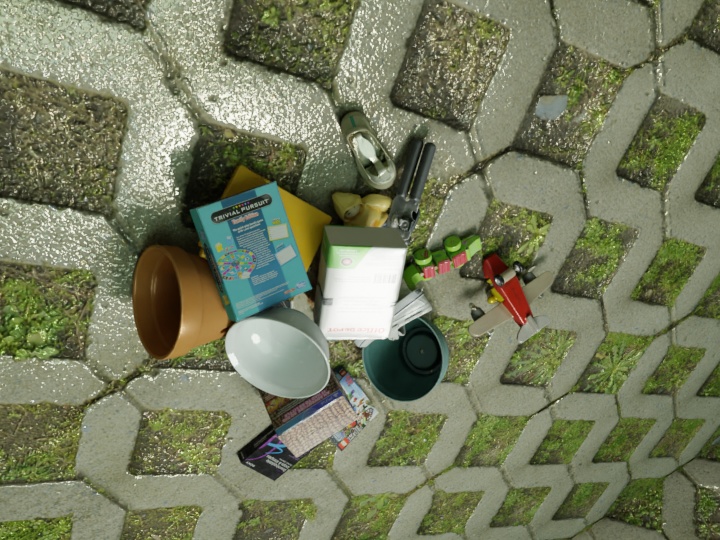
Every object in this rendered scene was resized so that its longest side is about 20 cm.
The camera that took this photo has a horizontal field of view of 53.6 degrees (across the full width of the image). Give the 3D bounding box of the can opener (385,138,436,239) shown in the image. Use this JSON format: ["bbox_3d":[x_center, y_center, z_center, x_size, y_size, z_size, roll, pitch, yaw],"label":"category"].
[{"bbox_3d":[0.101,-0.155,1.401,0.067,0.053,0.201,-4,112,-73],"label":"can opener"}]

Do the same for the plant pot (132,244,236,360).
[{"bbox_3d":[-0.304,0.053,1.281,0.140,0.200,0.201,-3,128,-40],"label":"plant pot"}]

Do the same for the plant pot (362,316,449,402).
[{"bbox_3d":[0.122,0.193,1.645,0.201,0.200,0.134,-53,158,18],"label":"plant pot"}]

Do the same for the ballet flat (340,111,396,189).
[{"bbox_3d":[0.022,-0.209,1.333,0.069,0.070,0.200,-36,135,2],"label":"ballet flat"}]

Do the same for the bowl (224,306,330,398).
[{"bbox_3d":[-0.139,0.133,1.304,0.200,0.091,0.202,10,130,12],"label":"bowl"}]

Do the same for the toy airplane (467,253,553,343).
[{"bbox_3d":[0.356,0.074,1.697,0.199,0.141,0.200,14,86,-21],"label":"toy airplane"}]

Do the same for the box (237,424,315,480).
[{"bbox_3d":[-0.183,0.426,1.753,0.200,0.036,0.143,-39,134,6],"label":"box"}]

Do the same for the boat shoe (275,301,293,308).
[{"bbox_3d":[-0.199,0.032,1.391,0.075,0.061,0.200,-7,135,32],"label":"boat shoe"}]

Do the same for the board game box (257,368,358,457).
[{"bbox_3d":[-0.123,0.267,1.543,0.159,0.200,0.097,-31,134,-2],"label":"board game box"}]

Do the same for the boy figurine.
[{"bbox_3d":[0.021,-0.103,1.420,0.124,0.065,0.200,-41,137,13],"label":"boy figurine"}]

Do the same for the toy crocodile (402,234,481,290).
[{"bbox_3d":[0.182,-0.021,1.576,0.199,0.062,0.068,-24,134,-11],"label":"toy crocodile"}]

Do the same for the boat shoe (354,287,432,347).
[{"bbox_3d":[0.070,0.120,1.554,0.200,0.065,0.074,-41,175,28],"label":"boat shoe"}]

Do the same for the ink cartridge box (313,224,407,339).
[{"bbox_3d":[-0.005,0.024,1.332,0.145,0.084,0.201,2,120,-14],"label":"ink cartridge box"}]

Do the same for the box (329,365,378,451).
[{"bbox_3d":[-0.048,0.337,1.730,0.137,0.038,0.200,-45,136,-12],"label":"box"}]

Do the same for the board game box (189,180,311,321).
[{"bbox_3d":[-0.187,-0.034,1.229,0.150,0.047,0.201,-23,102,-27],"label":"board game box"}]

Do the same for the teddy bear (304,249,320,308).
[{"bbox_3d":[-0.105,-0.007,1.399,0.200,0.067,0.145,36,121,-17],"label":"teddy bear"}]

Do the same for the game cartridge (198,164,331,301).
[{"bbox_3d":[-0.172,-0.065,1.282,0.199,0.032,0.177,29,80,-23],"label":"game cartridge"}]
